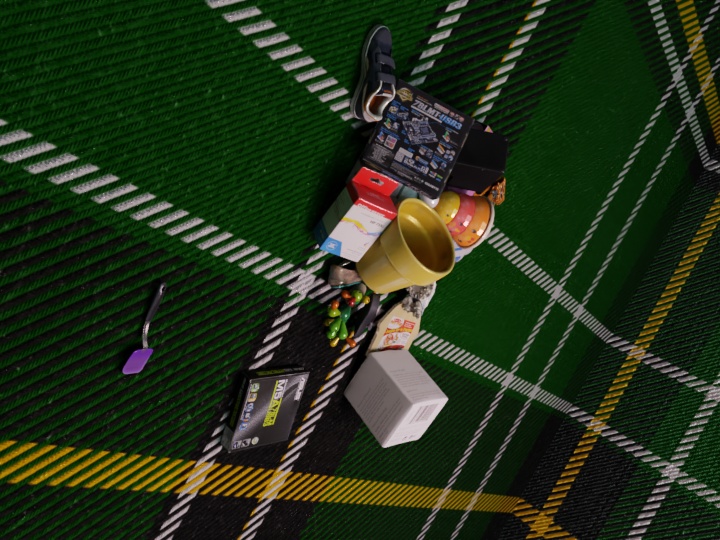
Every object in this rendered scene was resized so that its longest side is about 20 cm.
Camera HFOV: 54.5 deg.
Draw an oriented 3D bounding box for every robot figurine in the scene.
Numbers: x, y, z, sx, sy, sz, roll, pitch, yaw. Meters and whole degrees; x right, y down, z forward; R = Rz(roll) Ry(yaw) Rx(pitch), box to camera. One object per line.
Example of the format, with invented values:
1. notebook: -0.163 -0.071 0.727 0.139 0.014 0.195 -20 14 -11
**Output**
1. robot figurine: 0.347 -0.207 1.997 0.199 0.058 0.146 -33 136 -30

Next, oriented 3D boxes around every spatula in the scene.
1. spatula: -0.417 0.114 1.366 0.056 0.020 0.202 1 110 -62

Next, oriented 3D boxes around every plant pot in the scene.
1. plant pot: 0.093 -0.042 1.668 0.188 0.203 0.199 -32 160 38

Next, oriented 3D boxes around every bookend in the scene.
1. bookend: 0.234 -0.271 1.704 0.200 0.196 0.093 126 -26 -79

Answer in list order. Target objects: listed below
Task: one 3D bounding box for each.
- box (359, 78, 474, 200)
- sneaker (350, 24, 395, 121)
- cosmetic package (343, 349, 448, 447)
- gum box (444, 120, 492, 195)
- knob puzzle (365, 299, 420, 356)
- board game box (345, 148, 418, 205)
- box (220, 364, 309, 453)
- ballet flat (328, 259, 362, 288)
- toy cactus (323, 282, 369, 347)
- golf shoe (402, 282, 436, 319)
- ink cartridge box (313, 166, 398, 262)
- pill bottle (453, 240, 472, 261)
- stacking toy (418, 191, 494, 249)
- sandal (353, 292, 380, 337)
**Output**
1. box: 0.126 -0.291 1.561 0.198 0.050 0.200 25 85 -9
2. sneaker: 0.042 -0.419 1.501 0.078 0.079 0.202 -5 116 -45
3. cosmetic package: 0.095 0.346 1.925 0.164 0.200 0.166 4 126 -47
4. gum box: 0.285 -0.285 1.870 0.201 0.066 0.113 -58 143 -2
5. knob puzzle: 0.102 0.160 1.978 0.218 0.030 0.222 -27 131 -35
6. board game box: 0.070 -0.222 1.671 0.149 0.064 0.200 -60 144 -2
7. box: -0.231 0.333 1.700 0.192 0.047 0.202 3 111 -47
8. ballet flat: 0.000 0.000 1.737 0.199 0.068 0.068 -8 95 -48
9. toy cactus: -0.024 0.095 1.730 0.166 0.101 0.201 -56 169 -43
10. golf shoe: 0.169 0.038 1.878 0.097 0.078 0.201 -47 165 -32
11. ink cartridge box: -0.002 -0.123 1.568 0.115 0.068 0.200 18 125 -35
12. pill bottle: 0.219 -0.070 1.897 0.199 0.112 0.114 -10 121 -45
13. stacking toy: 0.225 -0.151 1.767 0.198 0.146 0.147 22 97 -27
14. sandal: 0.021 0.122 1.765 0.200 0.042 0.077 125 -21 -64
